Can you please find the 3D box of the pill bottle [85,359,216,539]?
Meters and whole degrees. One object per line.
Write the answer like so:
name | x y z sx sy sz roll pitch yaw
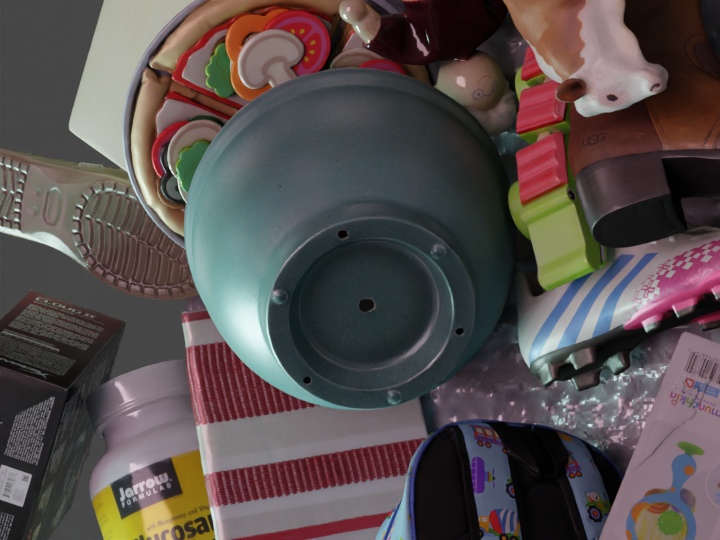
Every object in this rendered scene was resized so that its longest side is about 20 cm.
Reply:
pill bottle | -0.111 0.165 1.558 0.112 0.112 0.200 -31 71 35

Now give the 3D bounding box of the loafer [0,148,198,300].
loafer | -0.176 -0.039 1.643 0.200 0.068 0.076 24 107 20

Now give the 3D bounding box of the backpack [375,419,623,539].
backpack | 0.079 0.193 1.365 0.135 0.182 0.201 -40 51 51

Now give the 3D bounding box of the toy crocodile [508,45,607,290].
toy crocodile | 0.115 -0.082 1.381 0.067 0.062 0.201 -21 53 38

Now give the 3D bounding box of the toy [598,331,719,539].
toy | 0.194 0.146 1.310 0.115 0.047 0.200 21 79 13

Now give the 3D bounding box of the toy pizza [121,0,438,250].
toy pizza | -0.045 -0.084 1.461 0.201 0.200 0.032 -65 20 20

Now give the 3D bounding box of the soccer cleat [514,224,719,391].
soccer cleat | 0.165 -0.001 1.357 0.200 0.070 0.087 -27 67 35

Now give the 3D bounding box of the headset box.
headset box | -0.227 0.109 1.616 0.077 0.200 0.149 19 105 1

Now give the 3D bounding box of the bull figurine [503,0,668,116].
bull figurine | 0.110 -0.174 1.301 0.200 0.065 0.122 53 126 43

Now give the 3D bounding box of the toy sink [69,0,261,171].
toy sink | -0.083 -0.153 1.534 0.130 0.112 0.200 34 116 34

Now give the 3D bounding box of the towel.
towel | -0.027 0.114 1.482 0.023 0.144 0.201 139 122 -74

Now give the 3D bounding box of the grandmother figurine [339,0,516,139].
grandmother figurine | 0.045 -0.167 1.416 0.061 0.121 0.200 -126 15 -66

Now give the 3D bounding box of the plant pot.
plant pot | 0.000 0.000 1.384 0.134 0.200 0.201 -103 36 -65

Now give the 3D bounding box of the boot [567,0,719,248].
boot | 0.196 -0.121 1.334 0.188 0.069 0.200 -17 57 14
